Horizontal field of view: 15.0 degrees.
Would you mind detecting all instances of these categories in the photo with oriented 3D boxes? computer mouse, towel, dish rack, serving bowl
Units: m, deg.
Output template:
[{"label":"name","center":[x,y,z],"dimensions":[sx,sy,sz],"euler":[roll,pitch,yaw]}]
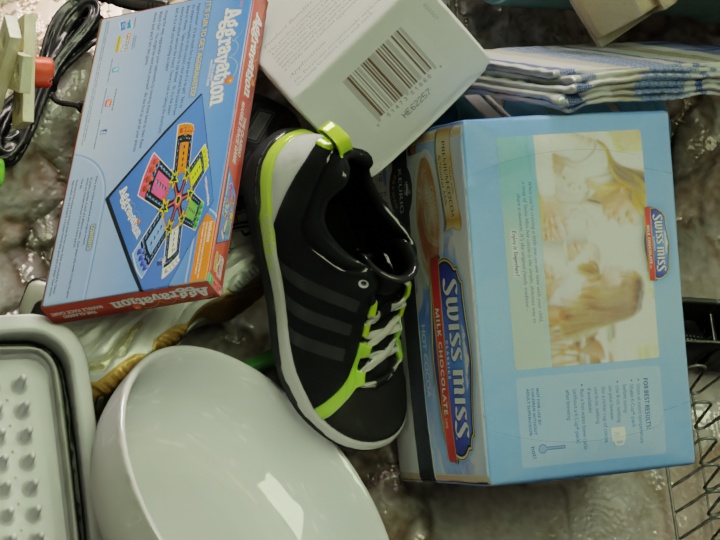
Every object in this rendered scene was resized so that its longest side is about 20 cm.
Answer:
[{"label":"computer mouse","center":[-0.109,-0.096,1.566],"dimensions":[0.199,0.046,0.141],"euler":[9,56,24]},{"label":"towel","center":[0.150,-0.113,1.570],"dimensions":[0.199,0.147,0.024],"euler":[-6,103,-34]},{"label":"dish rack","center":[0.248,0.120,1.615],"dimensions":[0.152,0.055,0.201],"euler":[4,63,-18]},{"label":"serving bowl","center":[-0.072,0.140,1.452],"dimensions":[0.200,0.066,0.201],"euler":[36,32,-26]},{"label":"dish rack","center":[-0.237,0.113,1.432],"dimensions":[0.199,0.044,0.173],"euler":[-3,71,-17]}]

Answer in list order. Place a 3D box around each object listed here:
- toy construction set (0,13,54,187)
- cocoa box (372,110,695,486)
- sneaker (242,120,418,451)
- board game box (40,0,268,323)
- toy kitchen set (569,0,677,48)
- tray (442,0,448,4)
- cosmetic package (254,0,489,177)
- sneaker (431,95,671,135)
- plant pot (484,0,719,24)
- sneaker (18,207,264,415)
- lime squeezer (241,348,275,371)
[{"label":"toy construction set","center":[-0.269,-0.084,1.514],"dimensions":[0.199,0.092,0.132],"euler":[-3,64,-9]},{"label":"cocoa box","center":[0.096,0.016,1.528],"dimensions":[0.133,0.131,0.201],"euler":[-4,89,-22]},{"label":"sneaker","center":[-0.005,0.014,1.476],"dimensions":[0.072,0.083,0.201],"euler":[-40,122,-37]},{"label":"board game box","center":[-0.111,-0.065,1.492],"dimensions":[0.102,0.019,0.201],"euler":[-10,52,24]},{"label":"toy kitchen set","center":[0.197,-0.211,1.517],"dimensions":[0.163,0.180,0.201],"euler":[-34,98,-8]},{"label":"tray","center":[0.012,-0.200,1.712],"dimensions":[0.107,0.022,0.201],"euler":[25,58,-8]},{"label":"cosmetic package","center":[-0.013,-0.139,1.557],"dimensions":[0.102,0.200,0.074],"euler":[-42,119,3]},{"label":"sneaker","center":[0.103,-0.109,1.667],"dimensions":[0.200,0.079,0.131],"euler":[40,59,-9]},{"label":"plant pot","center":[0.167,-0.242,1.690],"dimensions":[0.195,0.200,0.201],"euler":[-4,66,-19]},{"label":"sneaker","center":[-0.105,-0.007,1.537],"dimensions":[0.200,0.076,0.088],"euler":[-35,78,-32]},{"label":"lime squeezer","center":[0.000,0.000,1.595],"dimensions":[0.070,0.038,0.200],"euler":[33,58,-1]}]
